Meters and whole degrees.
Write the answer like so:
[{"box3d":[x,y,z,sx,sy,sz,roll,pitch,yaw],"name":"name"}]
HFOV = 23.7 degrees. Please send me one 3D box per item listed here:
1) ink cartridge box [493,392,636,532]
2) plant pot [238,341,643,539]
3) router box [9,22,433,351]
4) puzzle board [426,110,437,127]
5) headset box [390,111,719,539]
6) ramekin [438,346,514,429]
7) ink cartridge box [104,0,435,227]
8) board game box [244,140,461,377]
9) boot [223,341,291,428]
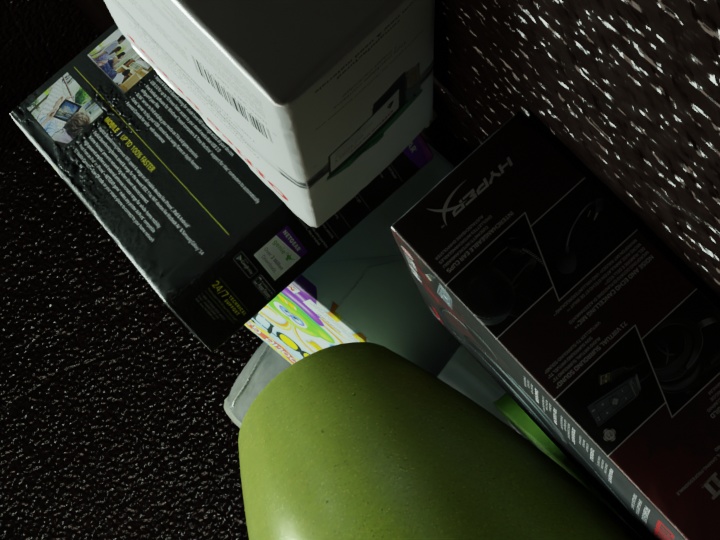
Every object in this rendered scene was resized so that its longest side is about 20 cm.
[{"box3d":[0.180,0.137,0.923,0.200,0.076,0.148,50,176,-23],"name":"ink cartridge box"},{"box3d":[0.027,0.134,0.792,0.200,0.187,0.187,55,-178,39],"name":"plant pot"},{"box3d":[-0.078,-0.071,0.889,0.200,0.149,0.051,46,175,43],"name":"router box"},{"box3d":[-0.042,-0.152,0.921,0.151,0.017,0.200,49,176,-26],"name":"puzzle board"},{"box3d":[0.112,0.046,0.727,0.200,0.077,0.149,48,177,15],"name":"headset box"},{"box3d":[0.044,0.085,1.167,0.094,0.203,0.202,36,178,-6],"name":"ramekin"},{"box3d":[-0.045,-0.114,0.718,0.146,0.084,0.200,46,174,9],"name":"ink cartridge box"},{"box3d":[0.000,0.000,0.968,0.103,0.105,0.200,40,166,-8],"name":"board game box"},{"box3d":[-0.021,0.032,1.180,0.073,0.200,0.182,37,180,-8],"name":"boot"}]
